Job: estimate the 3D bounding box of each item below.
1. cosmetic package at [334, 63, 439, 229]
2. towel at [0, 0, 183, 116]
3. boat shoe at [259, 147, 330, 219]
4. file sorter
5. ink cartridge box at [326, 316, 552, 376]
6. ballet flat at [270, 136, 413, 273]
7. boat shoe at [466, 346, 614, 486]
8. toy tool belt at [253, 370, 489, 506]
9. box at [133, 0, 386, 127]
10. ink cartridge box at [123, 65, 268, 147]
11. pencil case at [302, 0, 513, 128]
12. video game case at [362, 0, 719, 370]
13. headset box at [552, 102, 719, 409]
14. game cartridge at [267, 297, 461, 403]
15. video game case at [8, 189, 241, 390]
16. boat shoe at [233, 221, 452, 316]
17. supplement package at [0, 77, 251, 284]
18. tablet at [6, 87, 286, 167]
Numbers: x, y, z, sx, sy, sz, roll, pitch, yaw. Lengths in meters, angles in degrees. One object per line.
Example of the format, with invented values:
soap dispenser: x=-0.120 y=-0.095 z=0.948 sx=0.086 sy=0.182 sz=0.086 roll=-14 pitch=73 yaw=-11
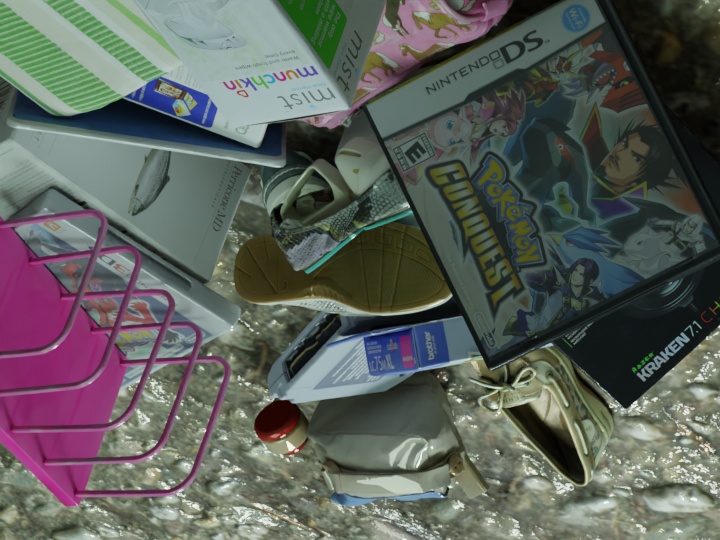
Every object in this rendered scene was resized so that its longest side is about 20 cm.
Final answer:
cosmetic package: x=0.086 y=-0.061 z=1.567 sx=0.113 sy=0.081 sz=0.200 roll=-11 pitch=136 yaw=40
towel: x=-0.195 y=-0.173 z=1.384 sx=0.152 sy=0.023 sz=0.200 roll=39 pitch=143 yaw=-24
boat shoe: x=-0.017 y=-0.036 z=1.689 sx=0.073 sy=0.062 sz=0.200 roll=-37 pitch=140 yaw=11
file sorter: x=-0.205 y=0.066 z=1.585 sx=0.125 sy=0.139 sz=0.200 roll=-6 pitch=140 yaw=29
ink cartridge box: x=0.085 y=0.053 z=1.655 sx=0.199 sy=0.042 sz=0.119 roll=-7 pitch=177 yaw=-20
ballet flat: x=-0.003 y=-0.056 z=1.491 sx=0.072 sy=0.072 sz=0.200 roll=33 pitch=145 yaw=-23
boat shoe: x=0.152 y=0.110 z=1.807 sx=0.073 sy=0.063 sz=0.200 roll=-15 pitch=135 yaw=41
toy tool belt: x=0.010 y=0.170 z=1.911 sx=0.200 sy=0.125 sz=0.123 roll=-6 pitch=132 yaw=33
box: x=-0.060 y=-0.221 z=1.293 sx=0.096 sy=0.200 sz=0.177 roll=-7 pitch=139 yaw=32
ink cartridge box: x=-0.150 y=-0.153 z=1.448 sx=0.200 sy=0.037 sz=0.095 roll=18 pitch=149 yaw=-5
pencil case: x=0.017 y=-0.170 z=1.441 sx=0.086 sy=0.083 sz=0.200 roll=34 pitch=143 yaw=-22
video game case: x=0.123 y=-0.062 z=1.388 sx=0.180 sy=0.200 sz=0.025 roll=-27 pitch=173 yaw=10
headset box: x=0.176 y=-0.033 z=1.481 sx=0.174 sy=0.093 sz=0.200 roll=-43 pitch=122 yaw=7
game cartridge: x=0.016 y=0.055 z=1.758 sx=0.133 sy=0.041 sz=0.200 roll=-2 pitch=156 yaw=-27
video game case: x=-0.219 y=0.022 z=1.672 sx=0.182 sy=0.023 sz=0.200 roll=33 pitch=146 yaw=-21
boat shoe: x=0.000 y=0.000 z=1.599 sx=0.200 sy=0.071 sz=0.069 roll=3 pitch=173 yaw=35
supplement package: x=-0.207 y=-0.075 z=1.651 sx=0.200 sy=0.117 sz=0.117 roll=37 pitch=143 yaw=-28
tablet: x=-0.152 y=-0.118 z=1.531 sx=0.199 sy=0.130 sz=0.014 roll=8 pitch=119 yaw=-7
